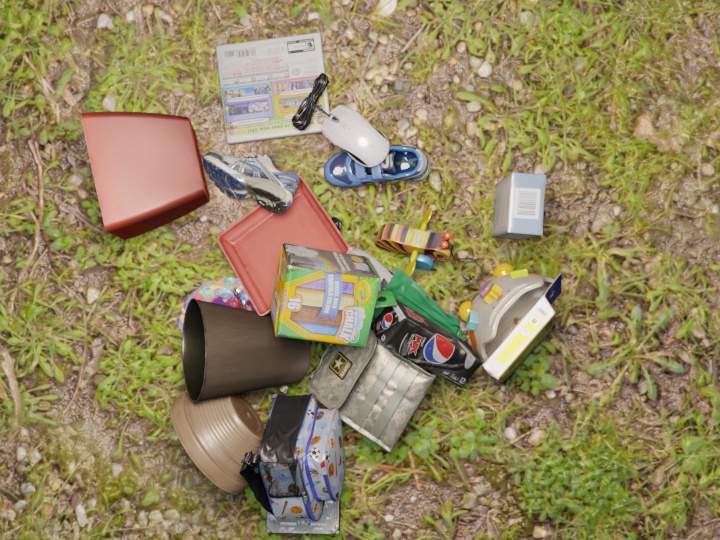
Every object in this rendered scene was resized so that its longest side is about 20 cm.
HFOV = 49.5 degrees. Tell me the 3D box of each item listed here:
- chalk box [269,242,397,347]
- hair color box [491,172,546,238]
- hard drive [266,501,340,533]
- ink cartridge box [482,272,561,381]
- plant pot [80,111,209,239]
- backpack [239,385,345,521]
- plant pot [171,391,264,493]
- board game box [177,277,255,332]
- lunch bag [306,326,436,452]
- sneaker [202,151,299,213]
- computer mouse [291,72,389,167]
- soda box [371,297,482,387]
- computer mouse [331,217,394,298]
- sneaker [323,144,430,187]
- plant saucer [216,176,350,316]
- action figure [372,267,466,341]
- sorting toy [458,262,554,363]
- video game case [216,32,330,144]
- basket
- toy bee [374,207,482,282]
[{"bbox_3d":[-0.041,0.044,1.305,0.198,0.125,0.125,10,107,-13],"label":"chalk box"},{"bbox_3d":[0.272,-0.108,1.356,0.060,0.200,0.100,4,91,1],"label":"hair color box"},{"bbox_3d":[-0.105,0.385,1.454,0.138,0.038,0.202,1,91,2],"label":"hard drive"},{"bbox_3d":[0.297,0.108,1.358,0.047,0.198,0.200,44,92,18],"label":"ink cartridge box"},{"bbox_3d":[-0.369,-0.177,1.390,0.174,0.200,0.202,-12,90,-7],"label":"plant pot"},{"bbox_3d":[-0.101,0.328,1.342,0.152,0.200,0.192,5,122,12],"label":"backpack"},{"bbox_3d":[-0.232,0.280,1.373,0.092,0.201,0.201,-38,89,4],"label":"plant pot"},{"bbox_3d":[-0.251,0.115,1.454,0.157,0.039,0.201,-28,89,2],"label":"board game box"},{"bbox_3d":[0.017,0.197,1.411,0.199,0.118,0.165,33,94,8],"label":"lunch bag"},{"bbox_3d":[-0.199,-0.176,1.442,0.199,0.077,0.085,26,60,15],"label":"sneaker"},{"bbox_3d":[-0.032,-0.262,1.397,0.200,0.044,0.110,38,91,20],"label":"computer mouse"},{"bbox_3d":[0.118,0.128,1.363,0.199,0.071,0.063,31,105,-32],"label":"soda box"},{"bbox_3d":[0.000,0.000,1.436,0.199,0.044,0.110,34,91,1],"label":"computer mouse"},{"bbox_3d":[0.029,-0.194,1.424,0.198,0.082,0.075,-6,91,4],"label":"sneaker"},{"bbox_3d":[-0.138,-0.042,1.417,0.199,0.037,0.200,-36,60,2],"label":"plant saucer"},{"bbox_3d":[0.112,0.085,1.414,0.199,0.055,0.119,29,106,-20],"label":"action figure"},{"bbox_3d":[0.257,0.063,1.368,0.107,0.180,0.200,43,91,1],"label":"sorting toy"},{"bbox_3d":[-0.161,-0.339,1.459,0.198,0.022,0.184,-7,90,1],"label":"video game case"},{"bbox_3d":[-0.199,0.139,1.376,0.198,0.136,0.182,4,61,-29],"label":"basket"},{"bbox_3d":[0.126,-0.052,1.405,0.198,0.109,0.132,-2,72,-2],"label":"toy bee"}]
